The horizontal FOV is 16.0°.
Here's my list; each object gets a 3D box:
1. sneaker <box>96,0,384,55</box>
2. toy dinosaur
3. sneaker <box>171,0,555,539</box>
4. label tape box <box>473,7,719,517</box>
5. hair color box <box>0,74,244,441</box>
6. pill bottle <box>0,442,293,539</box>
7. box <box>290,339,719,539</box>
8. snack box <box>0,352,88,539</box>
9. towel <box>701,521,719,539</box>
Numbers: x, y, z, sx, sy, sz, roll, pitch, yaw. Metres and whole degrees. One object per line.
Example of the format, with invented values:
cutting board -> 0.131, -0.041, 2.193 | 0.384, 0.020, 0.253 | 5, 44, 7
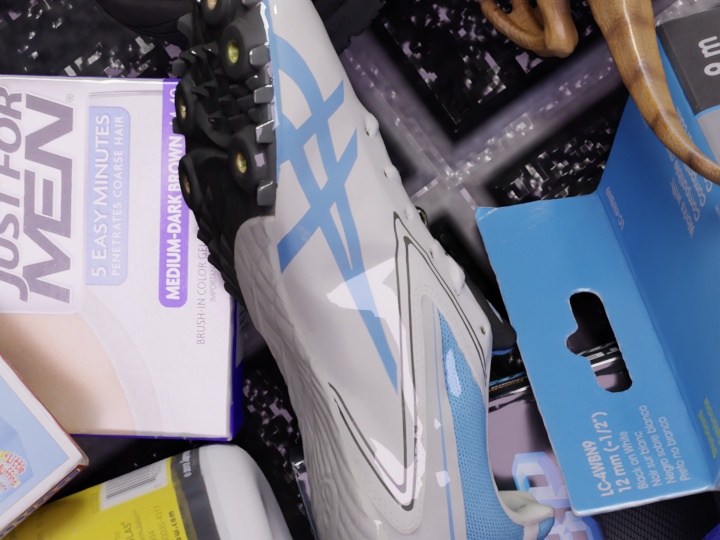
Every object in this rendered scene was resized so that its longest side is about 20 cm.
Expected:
sneaker -> 0.000, -0.127, 0.727 | 0.200, 0.091, 0.076 | -45, 61, 25
toy dinosaur -> 0.071, -0.092, 0.748 | 0.060, 0.106, 0.200 | -8, 75, -7
sneaker -> 0.000, 0.000, 0.734 | 0.072, 0.072, 0.200 | -23, 104, -22
label tape box -> 0.139, -0.019, 0.742 | 0.200, 0.143, 0.066 | -13, 129, -1
hair color box -> -0.135, -0.006, 0.783 | 0.200, 0.065, 0.109 | 1, 93, 1
pill bottle -> -0.109, 0.135, 0.769 | 0.200, 0.112, 0.112 | -21, 94, 1
box -> 0.082, 0.126, 0.803 | 0.159, 0.046, 0.200 | -17, 95, 0
snack box -> -0.168, 0.001, 0.730 | 0.072, 0.024, 0.200 | -40, 85, -7
towel -> 0.190, 0.074, 0.681 | 0.148, 0.050, 0.200 | 44, 104, -8
